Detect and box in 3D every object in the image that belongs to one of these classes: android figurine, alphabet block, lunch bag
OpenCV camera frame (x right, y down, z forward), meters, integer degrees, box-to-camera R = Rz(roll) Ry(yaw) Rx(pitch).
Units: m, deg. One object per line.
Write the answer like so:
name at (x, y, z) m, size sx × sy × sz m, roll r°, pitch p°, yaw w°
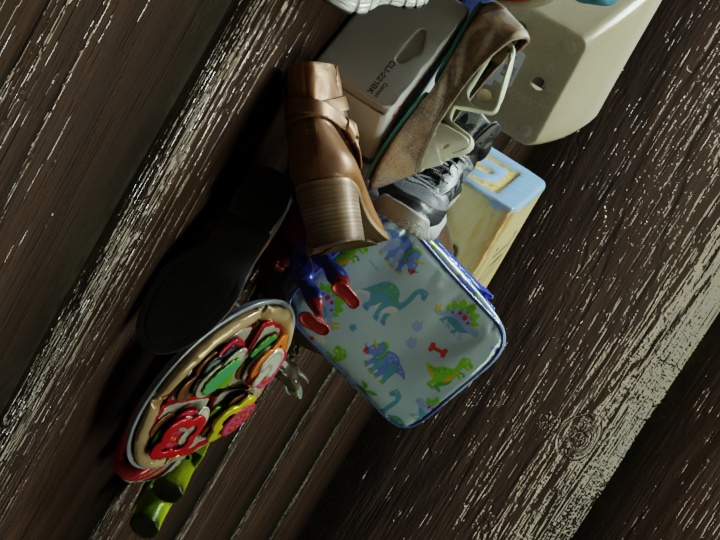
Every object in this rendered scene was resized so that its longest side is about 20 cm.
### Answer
android figurine at (-0.176, 0.178, 1.836) m, size 0.182 × 0.041 × 0.200 m, roll -56°, pitch -174°, yaw 35°
alphabet block at (0.066, -0.050, 2.028) m, size 0.201 × 0.195 × 0.196 m, roll -61°, pitch 169°, yaw 19°
lunch bag at (0.035, 0.040, 1.758) m, size 0.161 × 0.200 × 0.083 m, roll -42°, pitch -162°, yaw 7°

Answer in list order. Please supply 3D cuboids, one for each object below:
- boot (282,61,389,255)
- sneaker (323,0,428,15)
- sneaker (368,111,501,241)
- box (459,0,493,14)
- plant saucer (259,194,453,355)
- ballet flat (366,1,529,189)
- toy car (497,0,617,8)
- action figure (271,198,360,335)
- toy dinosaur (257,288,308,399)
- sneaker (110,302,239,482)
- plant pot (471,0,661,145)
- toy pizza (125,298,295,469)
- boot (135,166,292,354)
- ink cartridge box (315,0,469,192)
boot at (-0.024, -0.095, 1.540) m, size 0.200 × 0.073 × 0.156 m, roll 79°, pitch 1°, yaw -87°
sneaker at (0.024, -0.254, 1.387) m, size 0.091 × 0.078 × 0.200 m, roll -63°, pitch 170°, yaw 23°
sneaker at (0.071, -0.102, 1.676) m, size 0.114 × 0.075 × 0.200 m, roll -59°, pitch 178°, yaw 18°
box at (0.118, -0.305, 1.717) m, size 0.200 × 0.032 × 0.121 m, roll -55°, pitch -155°, yaw -9°
plant saucer at (0.000, 0.000, 1.801) m, size 0.201 × 0.200 × 0.035 m, roll -59°, pitch -160°, yaw 10°
ballet flat at (0.083, -0.144, 1.595) m, size 0.201 × 0.067 × 0.068 m, roll -57°, pitch 171°, yaw 0°
toy car at (0.133, -0.343, 1.545) m, size 0.200 × 0.184 × 0.178 m, roll 41°, pitch 71°, yaw -50°
action figure at (-0.050, -0.017, 1.682) m, size 0.065 × 0.052 × 0.200 m, roll -46°, pitch -153°, yaw 13°
toy dinosaur at (-0.084, 0.038, 1.928) m, size 0.102 × 0.076 × 0.201 m, roll -80°, pitch 177°, yaw -86°
sneaker at (-0.166, 0.118, 1.687) m, size 0.201 × 0.077 × 0.085 m, roll -59°, pitch 167°, yaw 11°
plant pot at (0.172, -0.243, 1.841) m, size 0.200 × 0.199 × 0.177 m, roll -63°, pitch 174°, yaw 36°
toy pizza at (-0.127, 0.108, 1.618) m, size 0.200 × 0.032 × 0.201 m, roll -40°, pitch 158°, yaw -19°
boot at (-0.128, -0.004, 1.578) m, size 0.189 × 0.068 × 0.200 m, roll -61°, pitch -178°, yaw -7°
ink cartridge box at (0.015, -0.161, 1.660) m, size 0.145 × 0.084 × 0.200 m, roll -53°, pitch 172°, yaw -26°
